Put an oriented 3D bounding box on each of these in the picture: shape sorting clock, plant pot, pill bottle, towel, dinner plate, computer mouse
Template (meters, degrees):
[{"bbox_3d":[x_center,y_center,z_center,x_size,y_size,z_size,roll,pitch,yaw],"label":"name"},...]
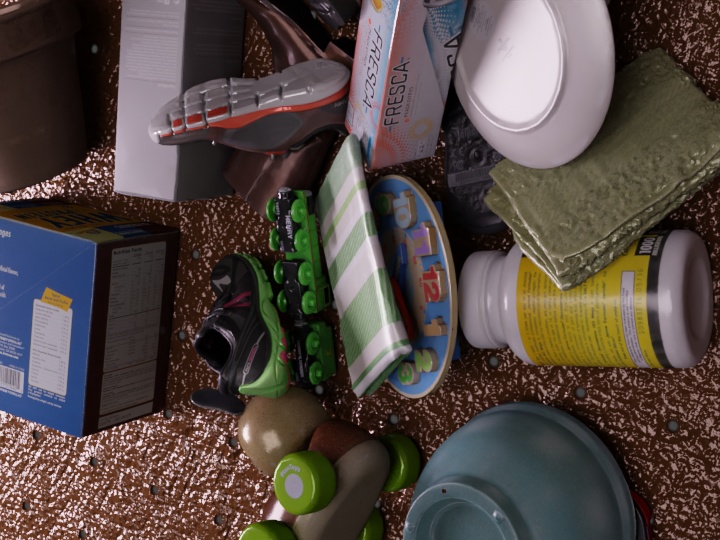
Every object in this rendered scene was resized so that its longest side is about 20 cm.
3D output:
[{"bbox_3d":[0.036,0.015,1.199,0.199,0.039,0.203,20,113,59],"label":"shape sorting clock"},{"bbox_3d":[0.119,0.225,1.146,0.198,0.134,0.203,6,100,36],"label":"plant pot"},{"bbox_3d":[0.188,0.024,1.122,0.198,0.112,0.114,-1,96,29],"label":"pill bottle"},{"bbox_3d":[-0.365,-0.182,1.387,0.198,0.200,0.177,-9,110,30],"label":"plant pot"},{"bbox_3d":[0.205,-0.084,1.086,0.199,0.036,0.149,-40,47,7],"label":"towel"},{"bbox_3d":[0.125,-0.179,1.068,0.199,0.024,0.203,29,127,48],"label":"dinner plate"},{"bbox_3d":[0.000,0.000,1.205,0.153,0.023,0.203,124,137,-66],"label":"towel"},{"bbox_3d":[0.132,-0.139,1.177,0.139,0.046,0.203,-16,81,28],"label":"computer mouse"}]

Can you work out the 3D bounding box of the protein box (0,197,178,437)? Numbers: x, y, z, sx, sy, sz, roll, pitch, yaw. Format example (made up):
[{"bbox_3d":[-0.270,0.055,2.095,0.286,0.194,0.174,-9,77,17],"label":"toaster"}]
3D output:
[{"bbox_3d":[-0.316,0.042,1.398,0.196,0.134,0.203,13,102,28],"label":"protein box"}]

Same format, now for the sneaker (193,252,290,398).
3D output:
[{"bbox_3d":[-0.123,0.048,1.277,0.201,0.083,0.078,-116,21,-55],"label":"sneaker"}]

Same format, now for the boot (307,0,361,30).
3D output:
[{"bbox_3d":[0.005,-0.288,1.184,0.138,0.200,0.077,-45,112,2],"label":"boot"}]

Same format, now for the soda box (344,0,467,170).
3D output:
[{"bbox_3d":[0.037,-0.181,1.129,0.201,0.068,0.064,100,149,-49],"label":"soda box"}]

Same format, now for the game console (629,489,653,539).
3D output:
[{"bbox_3d":[0.189,0.296,1.202,0.175,0.031,0.203,-7,92,30],"label":"game console"}]

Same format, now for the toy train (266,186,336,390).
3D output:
[{"bbox_3d":[-0.054,0.016,1.278,0.041,0.056,0.203,4,108,30],"label":"toy train"}]

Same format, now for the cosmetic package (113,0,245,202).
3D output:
[{"bbox_3d":[-0.178,-0.173,1.312,0.089,0.106,0.203,13,100,27],"label":"cosmetic package"}]

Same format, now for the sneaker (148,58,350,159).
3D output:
[{"bbox_3d":[-0.097,-0.131,1.223,0.197,0.078,0.083,-9,126,13],"label":"sneaker"}]

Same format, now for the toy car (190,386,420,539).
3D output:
[{"bbox_3d":[-0.074,0.177,1.271,0.200,0.163,0.159,41,114,30],"label":"toy car"}]

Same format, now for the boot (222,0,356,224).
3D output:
[{"bbox_3d":[-0.096,-0.162,1.293,0.186,0.064,0.201,40,117,18],"label":"boot"}]

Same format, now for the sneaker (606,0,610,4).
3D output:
[{"bbox_3d":[0.126,-0.273,1.093,0.198,0.080,0.148,15,85,25],"label":"sneaker"}]

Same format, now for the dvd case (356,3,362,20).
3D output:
[{"bbox_3d":[0.104,-0.252,1.162,0.199,0.022,0.147,30,97,31],"label":"dvd case"}]
